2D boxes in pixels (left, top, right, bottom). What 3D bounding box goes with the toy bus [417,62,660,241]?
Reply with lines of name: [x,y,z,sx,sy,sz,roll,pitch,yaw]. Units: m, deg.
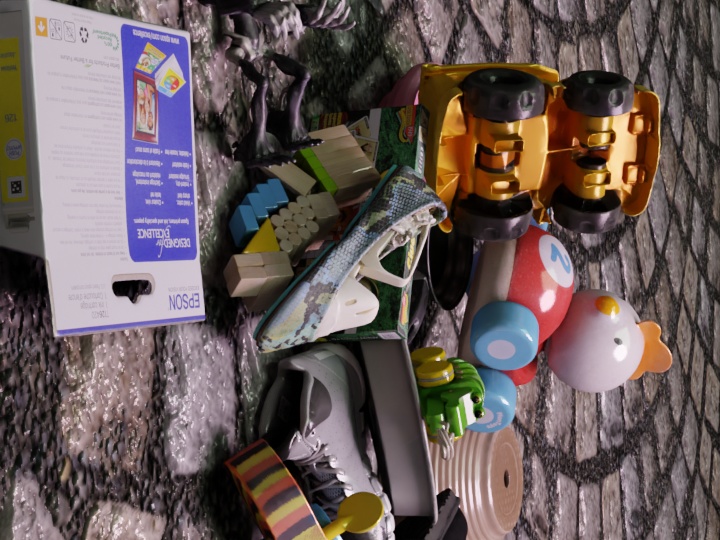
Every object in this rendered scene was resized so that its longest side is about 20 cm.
toy bus: [0.140,-0.124,1.472,0.192,0.197,0.137,-119,-151,-62]

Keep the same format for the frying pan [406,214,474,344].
frying pan: [0.066,0.010,1.496,0.115,0.031,0.192,59,41,-51]

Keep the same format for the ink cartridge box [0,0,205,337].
ink cartridge box: [-0.166,-0.063,1.074,0.197,0.046,0.203,-2,91,-68]

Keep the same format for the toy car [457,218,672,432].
toy car: [0.195,0.047,1.544,0.178,0.198,0.186,103,-2,-47]

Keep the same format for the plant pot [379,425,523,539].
plant pot: [0.096,0.197,1.588,0.200,0.092,0.204,-4,90,-66]

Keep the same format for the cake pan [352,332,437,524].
cake pan: [0.026,0.116,1.405,0.200,0.036,0.203,168,-90,-86]

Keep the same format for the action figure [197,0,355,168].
action figure: [-0.064,-0.185,1.253,0.119,0.101,0.202,-27,114,-52]

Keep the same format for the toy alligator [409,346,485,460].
toy alligator: [0.075,0.103,1.320,0.200,0.054,0.060,-114,-168,-75]

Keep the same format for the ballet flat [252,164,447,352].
ballet flat: [0.000,0.000,1.278,0.200,0.074,0.075,-51,137,-26]

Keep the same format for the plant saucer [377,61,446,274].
plant saucer: [0.058,-0.094,1.587,0.200,0.050,0.203,-3,90,-66]

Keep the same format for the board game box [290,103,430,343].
board game box: [-0.002,-0.039,1.372,0.023,0.104,0.202,46,45,-58]

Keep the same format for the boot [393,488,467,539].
boot: [0.078,0.301,1.431,0.158,0.079,0.212,49,31,-12]

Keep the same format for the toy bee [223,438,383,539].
toy bee: [-0.027,0.221,1.251,0.200,0.109,0.131,42,85,-31]

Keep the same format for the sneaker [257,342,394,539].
sneaker: [-0.037,0.161,1.322,0.115,0.074,0.202,-2,80,-62]

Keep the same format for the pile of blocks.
pile of blocks: [-0.062,-0.039,1.308,0.200,0.082,0.062,-50,176,-45]
